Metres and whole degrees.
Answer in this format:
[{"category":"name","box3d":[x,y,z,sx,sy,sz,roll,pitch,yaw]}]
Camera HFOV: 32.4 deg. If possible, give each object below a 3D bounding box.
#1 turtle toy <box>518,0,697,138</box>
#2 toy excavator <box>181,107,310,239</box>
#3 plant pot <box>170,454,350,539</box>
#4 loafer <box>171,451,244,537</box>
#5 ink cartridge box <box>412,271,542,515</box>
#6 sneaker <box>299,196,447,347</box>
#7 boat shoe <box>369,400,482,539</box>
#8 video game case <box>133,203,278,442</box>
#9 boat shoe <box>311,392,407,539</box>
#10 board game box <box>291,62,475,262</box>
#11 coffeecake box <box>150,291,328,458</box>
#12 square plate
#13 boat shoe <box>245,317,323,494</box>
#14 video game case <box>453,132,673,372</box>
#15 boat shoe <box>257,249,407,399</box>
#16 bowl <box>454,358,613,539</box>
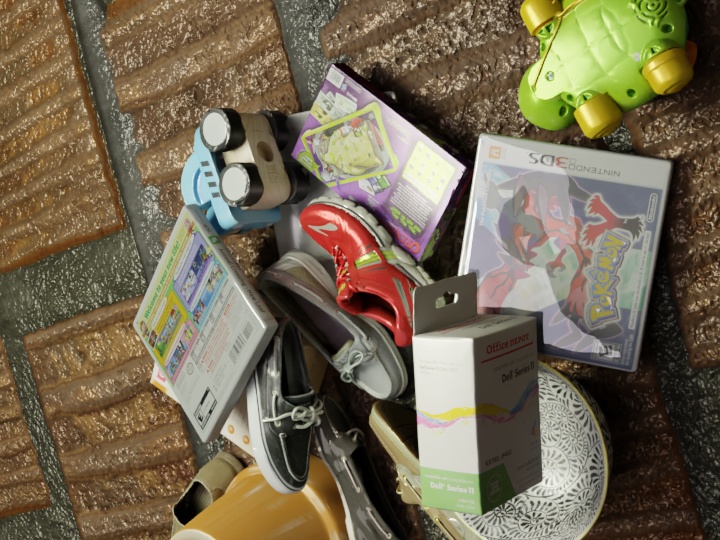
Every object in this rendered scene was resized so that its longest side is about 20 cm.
[{"category":"turtle toy","box3d":[0.216,-0.194,1.116,0.200,0.101,0.146,-33,77,38]},{"category":"toy excavator","box3d":[-0.156,-0.065,1.395,0.200,0.100,0.195,-27,78,38]},{"category":"plant pot","box3d":[-0.119,0.328,1.426,0.200,0.183,0.201,8,103,37]},{"category":"loafer","box3d":[-0.207,0.317,1.568,0.076,0.067,0.200,33,117,29]},{"category":"ink cartridge box","box3d":[0.108,0.107,1.128,0.067,0.117,0.200,2,100,37]},{"category":"sneaker","box3d":[0.000,0.000,1.285,0.200,0.085,0.077,42,152,22]},{"category":"boat shoe","box3d":[0.072,0.226,1.327,0.200,0.074,0.066,47,118,22]},{"category":"video game case","box3d":[-0.175,0.059,1.366,0.182,0.022,0.200,54,134,27]},{"category":"boat shoe","box3d":[0.000,0.227,1.395,0.057,0.067,0.200,-20,87,22]},{"category":"board game box","box3d":[0.021,-0.115,1.297,0.200,0.032,0.120,41,118,25]},{"category":"coffeecake box","box3d":[-0.144,0.108,1.475,0.200,0.073,0.154,30,114,30]},{"category":"square plate","box3d":[-0.020,-0.084,1.370,0.200,0.028,0.199,-7,95,39]},{"category":"boat shoe","box3d":[-0.076,0.147,1.349,0.068,0.074,0.200,-5,94,36]},{"category":"video game case","box3d":[0.187,-0.018,1.169,0.182,0.023,0.200,10,99,15]},{"category":"boat shoe","box3d":[-0.031,0.068,1.366,0.202,0.065,0.074,51,133,1]},{"category":"bowl","box3d":[0.174,0.171,1.223,0.200,0.094,0.201,8,102,37]}]
